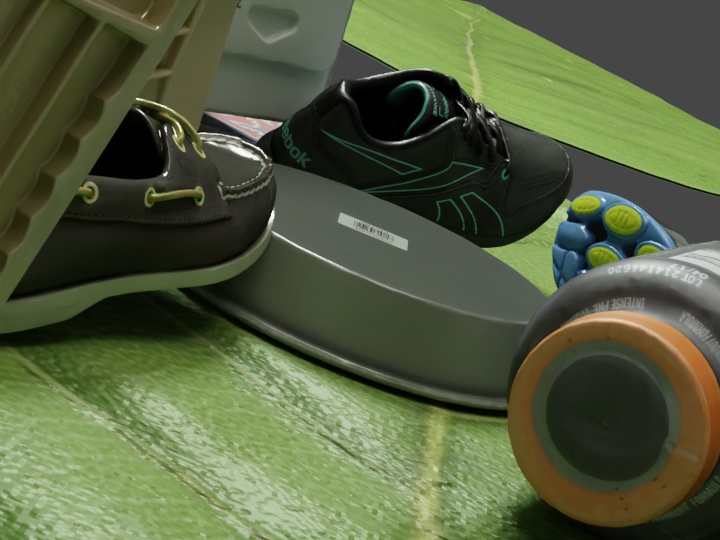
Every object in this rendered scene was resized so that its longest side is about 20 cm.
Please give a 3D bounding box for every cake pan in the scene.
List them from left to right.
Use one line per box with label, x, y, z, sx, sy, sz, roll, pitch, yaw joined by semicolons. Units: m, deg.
cake pan;0.000;0.000;0.840;0.200;0.037;0.200;22;13;-5

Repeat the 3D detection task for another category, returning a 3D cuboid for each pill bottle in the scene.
pill bottle;0.120;0.045;0.714;0.106;0.107;0.200;28;14;20

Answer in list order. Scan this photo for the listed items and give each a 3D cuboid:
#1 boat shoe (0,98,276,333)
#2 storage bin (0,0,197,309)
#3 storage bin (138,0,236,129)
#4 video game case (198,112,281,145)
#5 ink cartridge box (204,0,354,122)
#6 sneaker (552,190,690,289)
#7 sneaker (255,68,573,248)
boat shoe;-0.088;-0.029;0.686;0.072;0.061;0.201;25;23;23
storage bin;-0.168;-0.074;0.507;0.200;0.199;0.094;31;-2;30
storage bin;-0.181;-0.115;0.788;0.200;0.094;0.198;27;22;18
video game case;-0.049;-0.076;1.091;0.182;0.023;0.200;19;13;-20
ink cartridge box;-0.116;-0.177;0.980;0.200;0.147;0.147;24;11;29
sneaker;0.182;0.029;0.985;0.199;0.071;0.083;35;12;26
sneaker;0.043;-0.061;0.995;0.199;0.079;0.076;-1;54;-36
